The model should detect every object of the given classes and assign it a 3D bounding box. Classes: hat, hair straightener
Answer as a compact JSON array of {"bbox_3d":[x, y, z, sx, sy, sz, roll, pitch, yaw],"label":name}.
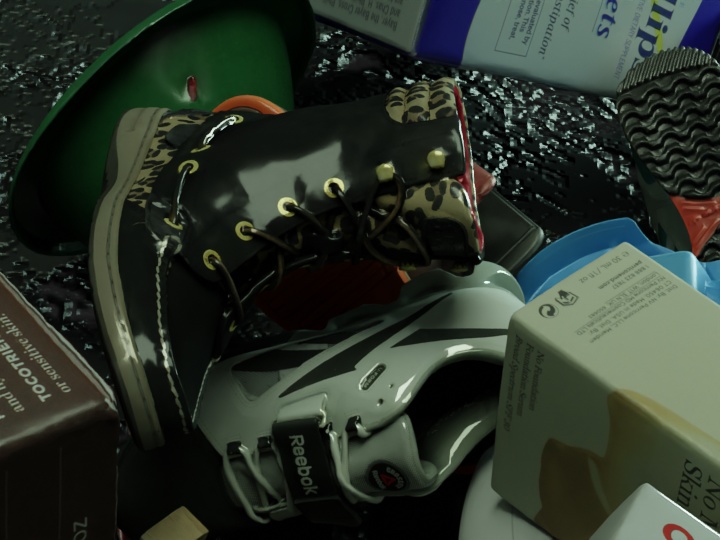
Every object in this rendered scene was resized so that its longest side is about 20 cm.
[{"bbox_3d":[-0.050,-0.003,1.311,0.176,0.200,0.166,50,19,24],"label":"hat"},{"bbox_3d":[0.043,-0.025,1.363,0.041,0.077,0.200,-46,19,-5],"label":"hair straightener"}]

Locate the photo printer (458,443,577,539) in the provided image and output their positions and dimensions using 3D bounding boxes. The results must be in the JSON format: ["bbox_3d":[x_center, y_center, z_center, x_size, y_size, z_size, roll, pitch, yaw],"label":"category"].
[{"bbox_3d":[0.139,0.137,1.201,0.199,0.070,0.167,0,41,-6],"label":"photo printer"}]

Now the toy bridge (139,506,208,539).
[{"bbox_3d":[-0.082,0.125,1.187,0.200,0.067,0.027,43,51,16],"label":"toy bridge"}]

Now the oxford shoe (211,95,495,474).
[{"bbox_3d":[0.000,0.000,1.294,0.071,0.200,0.073,-32,14,22],"label":"oxford shoe"}]

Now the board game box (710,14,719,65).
[{"bbox_3d":[0.272,-0.091,1.467,0.199,0.057,0.166,3,39,-25],"label":"board game box"}]

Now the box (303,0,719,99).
[{"bbox_3d":[0.054,-0.160,1.426,0.200,0.105,0.184,7,14,-42],"label":"box"}]

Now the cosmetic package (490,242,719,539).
[{"bbox_3d":[0.147,0.089,1.126,0.071,0.105,0.200,-31,51,-32],"label":"cosmetic package"}]

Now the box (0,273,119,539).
[{"bbox_3d":[-0.221,0.095,1.131,0.200,0.166,0.164,-23,49,-30],"label":"box"}]

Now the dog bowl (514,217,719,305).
[{"bbox_3d":[0.161,0.026,1.274,0.199,0.050,0.112,-9,46,13],"label":"dog bowl"}]

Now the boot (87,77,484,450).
[{"bbox_3d":[-0.027,-0.011,1.161,0.150,0.073,0.200,-9,31,5],"label":"boot"}]

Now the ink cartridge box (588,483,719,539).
[{"bbox_3d":[0.107,0.187,0.988,0.147,0.083,0.200,34,37,1],"label":"ink cartridge box"}]

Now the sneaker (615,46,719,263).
[{"bbox_3d":[0.181,-0.005,1.373,0.070,0.093,0.200,-23,68,9],"label":"sneaker"}]

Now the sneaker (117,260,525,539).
[{"bbox_3d":[-0.011,0.067,1.207,0.200,0.074,0.089,-28,31,-1],"label":"sneaker"}]
